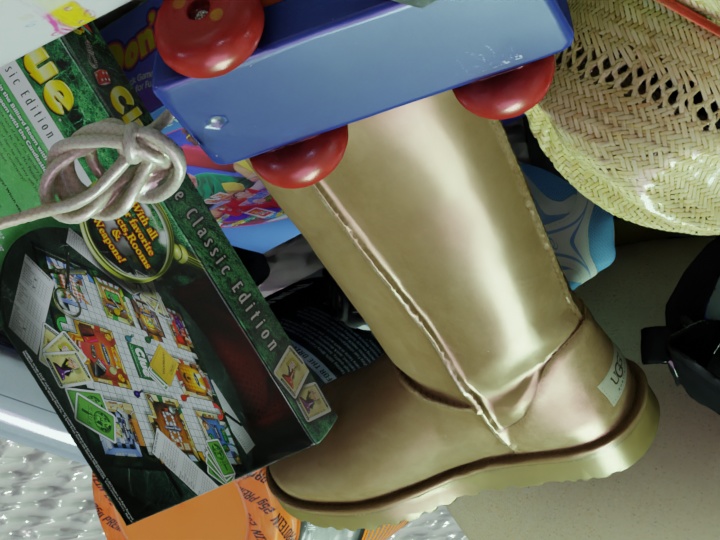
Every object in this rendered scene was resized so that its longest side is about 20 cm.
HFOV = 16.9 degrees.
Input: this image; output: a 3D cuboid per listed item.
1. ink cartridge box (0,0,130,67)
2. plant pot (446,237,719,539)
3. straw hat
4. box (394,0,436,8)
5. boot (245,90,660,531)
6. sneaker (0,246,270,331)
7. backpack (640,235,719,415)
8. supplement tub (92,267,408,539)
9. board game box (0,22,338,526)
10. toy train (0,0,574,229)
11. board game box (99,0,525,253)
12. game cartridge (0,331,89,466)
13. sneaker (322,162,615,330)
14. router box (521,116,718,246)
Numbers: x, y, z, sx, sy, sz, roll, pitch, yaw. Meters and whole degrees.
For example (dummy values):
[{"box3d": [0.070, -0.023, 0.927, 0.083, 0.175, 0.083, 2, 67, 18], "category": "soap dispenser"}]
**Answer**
[{"box3d": [-0.128, -0.125, 0.691, 0.199, 0.086, 0.147, -23, 154, 30], "category": "ink cartridge box"}, {"box3d": [0.109, 0.070, 1.026, 0.134, 0.202, 0.200, 18, 154, -7], "category": "plant pot"}, {"box3d": [0.103, -0.060, 0.812, 0.200, 0.086, 0.201, 27, 174, 3], "category": "straw hat"}, {"box3d": [-0.050, -0.158, 0.536, 0.199, 0.159, 0.051, 13, 150, -42], "category": "box"}, {"box3d": [0.000, 0.000, 0.881, 0.174, 0.066, 0.200, -15, 129, 26], "category": "boot"}, {"box3d": [-0.112, -0.015, 1.023, 0.081, 0.074, 0.200, -27, 160, 20], "category": "sneaker"}, {"box3d": [0.215, 0.026, 0.844, 0.166, 0.127, 0.200, 33, 165, -15], "category": "backpack"}, {"box3d": [-0.024, 0.071, 1.086, 0.122, 0.123, 0.200, -24, -178, 35], "category": "supplement tub"}, {"box3d": [-0.099, -0.009, 0.879, 0.104, 0.201, 0.023, -24, -169, 39], "category": "board game box"}, {"box3d": [-0.040, -0.091, 0.761, 0.199, 0.116, 0.085, -18, 147, 15], "category": "toy train"}, {"box3d": [-0.020, -0.073, 0.922, 0.199, 0.045, 0.134, -26, 153, 38], "category": "board game box"}, {"box3d": [-0.170, 0.036, 1.003, 0.132, 0.041, 0.200, 18, 180, -31], "category": "game cartridge"}, {"box3d": [0.037, -0.009, 1.005, 0.072, 0.073, 0.200, 1, -178, -24], "category": "sneaker"}, {"box3d": [0.186, -0.054, 1.040, 0.199, 0.053, 0.157, -16, 158, 19], "category": "router box"}]
